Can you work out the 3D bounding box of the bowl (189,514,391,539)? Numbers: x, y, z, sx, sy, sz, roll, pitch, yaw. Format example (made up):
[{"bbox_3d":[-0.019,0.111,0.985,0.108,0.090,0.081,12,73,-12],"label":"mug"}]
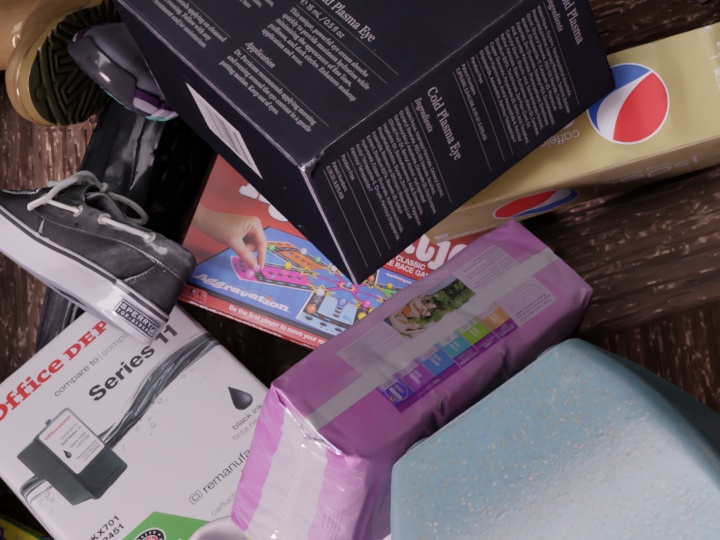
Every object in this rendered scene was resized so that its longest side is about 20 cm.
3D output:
[{"bbox_3d":[-0.008,0.233,1.460,0.200,0.075,0.200,4,67,-17],"label":"bowl"}]

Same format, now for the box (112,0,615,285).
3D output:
[{"bbox_3d":[0.000,-0.125,1.479,0.182,0.104,0.200,-38,50,-10],"label":"box"}]

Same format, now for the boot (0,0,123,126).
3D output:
[{"bbox_3d":[-0.243,-0.138,1.752,0.200,0.175,0.066,-1,115,27],"label":"boot"}]

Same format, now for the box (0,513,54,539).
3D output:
[{"bbox_3d":[-0.193,0.219,1.629,0.200,0.048,0.117,22,83,35],"label":"box"}]

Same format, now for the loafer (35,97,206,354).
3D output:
[{"bbox_3d":[-0.155,-0.025,1.693,0.070,0.068,0.201,6,69,39],"label":"loafer"}]

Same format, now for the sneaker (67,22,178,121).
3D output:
[{"bbox_3d":[-0.100,-0.140,1.621,0.074,0.200,0.088,43,105,13],"label":"sneaker"}]

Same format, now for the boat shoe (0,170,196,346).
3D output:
[{"bbox_3d":[-0.161,-0.021,1.590,0.068,0.074,0.199,-55,34,-6],"label":"boat shoe"}]

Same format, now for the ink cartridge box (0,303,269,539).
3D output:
[{"bbox_3d":[-0.114,0.113,1.576,0.147,0.083,0.200,-41,50,-11],"label":"ink cartridge box"}]

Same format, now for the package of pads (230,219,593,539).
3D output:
[{"bbox_3d":[0.025,0.069,1.443,0.076,0.121,0.200,42,50,18],"label":"package of pads"}]

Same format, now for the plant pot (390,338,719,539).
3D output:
[{"bbox_3d":[0.126,0.147,1.362,0.196,0.196,0.200,-36,71,13],"label":"plant pot"}]

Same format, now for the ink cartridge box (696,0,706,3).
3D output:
[{"bbox_3d":[0.241,-0.240,1.527,0.200,0.109,0.050,-34,58,13],"label":"ink cartridge box"}]

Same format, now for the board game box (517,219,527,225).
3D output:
[{"bbox_3d":[0.027,-0.113,1.589,0.200,0.023,0.105,27,84,4],"label":"board game box"}]

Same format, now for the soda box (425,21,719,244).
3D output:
[{"bbox_3d":[0.122,-0.075,1.521,0.200,0.068,0.064,-15,78,8],"label":"soda box"}]

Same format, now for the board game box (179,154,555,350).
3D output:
[{"bbox_3d":[0.000,0.000,1.568,0.200,0.019,0.103,20,80,5],"label":"board game box"}]
